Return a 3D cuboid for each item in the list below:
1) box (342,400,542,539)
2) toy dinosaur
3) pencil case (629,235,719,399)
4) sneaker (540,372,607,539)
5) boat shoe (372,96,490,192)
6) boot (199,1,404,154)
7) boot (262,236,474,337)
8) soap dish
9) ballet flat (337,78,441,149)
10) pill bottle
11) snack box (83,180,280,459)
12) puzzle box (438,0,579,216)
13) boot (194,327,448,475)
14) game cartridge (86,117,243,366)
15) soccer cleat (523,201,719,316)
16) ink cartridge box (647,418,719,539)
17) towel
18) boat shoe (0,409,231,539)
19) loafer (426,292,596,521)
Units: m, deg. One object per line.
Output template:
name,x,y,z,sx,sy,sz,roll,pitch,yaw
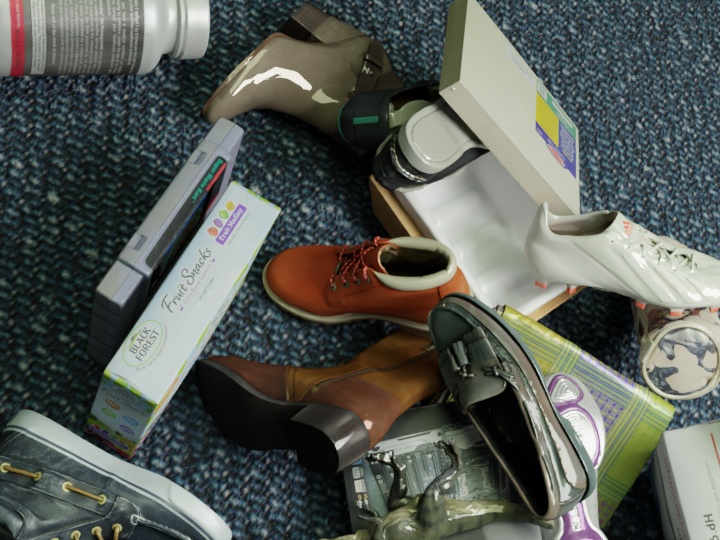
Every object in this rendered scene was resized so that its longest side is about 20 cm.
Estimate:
box,0.069,0.216,0.955,0.155,0.050,0.202,-8,67,-3
toy dinosaur,0.051,0.186,0.917,0.197,0.047,0.089,-11,81,-5
pencil case,0.295,0.041,1.088,0.088,0.079,0.201,16,28,-1
sneaker,0.170,0.193,0.995,0.074,0.100,0.203,-1,81,-10
boat shoe,0.080,-0.121,1.046,0.074,0.060,0.200,55,39,-2
boot,-0.045,-0.170,1.122,0.146,0.070,0.200,43,65,-6
boot,0.000,0.000,1.001,0.197,0.107,0.076,6,66,15
soap dish,0.116,-0.033,1.105,0.156,0.081,0.201,-29,78,-30
ballet flat,0.061,-0.153,1.115,0.199,0.073,0.074,-17,71,-50
pill bottle,-0.245,-0.237,1.048,0.197,0.111,0.112,-5,67,-23
snack box,-0.146,0.041,0.929,0.053,0.142,0.201,30,58,-2
puzzle box,0.145,-0.148,1.068,0.200,0.025,0.134,44,38,-31
boot,-0.021,0.084,0.983,0.199,0.187,0.069,-30,120,-44
game cartridge,-0.164,-0.024,0.963,0.038,0.130,0.201,32,58,-4
soccer cleat,0.246,-0.012,1.014,0.197,0.078,0.069,9,29,9
ink cartridge box,0.303,0.202,0.989,0.066,0.200,0.117,-12,66,5
towel,0.169,0.132,1.030,0.198,0.023,0.145,29,103,-4
boat shoe,-0.204,0.195,0.880,0.198,0.071,0.092,27,59,1
loafer,0.115,0.108,0.916,0.063,0.072,0.201,-25,76,-47
